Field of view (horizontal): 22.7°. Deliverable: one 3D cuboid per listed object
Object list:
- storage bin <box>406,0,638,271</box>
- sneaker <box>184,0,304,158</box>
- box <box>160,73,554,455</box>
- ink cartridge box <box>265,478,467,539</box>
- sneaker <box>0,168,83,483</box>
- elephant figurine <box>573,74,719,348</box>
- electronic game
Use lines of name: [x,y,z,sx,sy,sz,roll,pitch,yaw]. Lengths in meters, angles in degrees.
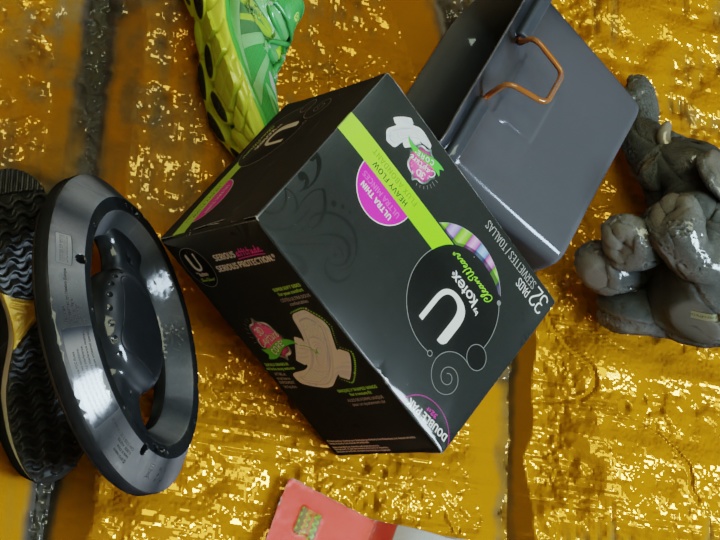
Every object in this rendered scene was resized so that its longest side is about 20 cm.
storage bin: [0.112,-0.098,1.287,0.134,0.145,0.201,39,61,-17]
sneaker: [-0.075,-0.168,1.260,0.083,0.074,0.202,-5,73,-20]
box: [0.000,0.000,1.174,0.200,0.124,0.149,52,59,-20]
ink cartridge box: [0.021,0.241,1.167,0.199,0.050,0.163,29,62,-15]
sneaker: [-0.221,0.033,1.132,0.070,0.090,0.202,-19,106,-36]
elephant figurine: [0.252,-0.044,1.333,0.156,0.141,0.200,62,40,-25]
electronic game: [-0.150,0.039,1.104,0.041,0.200,0.202,-14,74,13]
